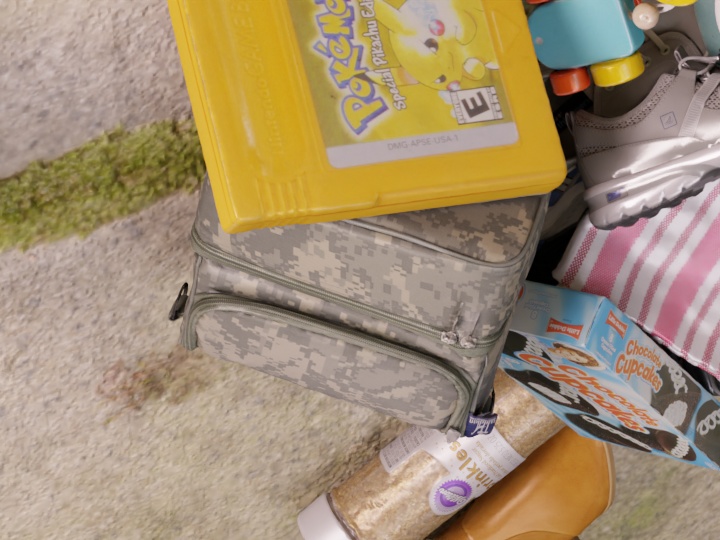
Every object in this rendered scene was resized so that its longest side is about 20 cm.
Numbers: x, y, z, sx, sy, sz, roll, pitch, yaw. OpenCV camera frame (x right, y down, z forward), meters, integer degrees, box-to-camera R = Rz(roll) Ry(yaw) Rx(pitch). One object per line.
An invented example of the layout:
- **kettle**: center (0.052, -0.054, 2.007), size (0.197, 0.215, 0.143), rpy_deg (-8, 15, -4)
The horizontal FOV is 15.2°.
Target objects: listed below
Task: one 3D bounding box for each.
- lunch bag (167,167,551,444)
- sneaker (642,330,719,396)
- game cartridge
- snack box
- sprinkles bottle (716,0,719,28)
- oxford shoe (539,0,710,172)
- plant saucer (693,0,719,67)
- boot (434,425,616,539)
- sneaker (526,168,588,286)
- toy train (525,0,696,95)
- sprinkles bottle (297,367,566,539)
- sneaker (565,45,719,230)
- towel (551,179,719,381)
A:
- **lunch bag**: center (0.000, 0.000, 1.532), size (0.199, 0.140, 0.168), rpy_deg (18, 130, 1)
- **sneaker**: center (0.230, 0.032, 1.762), size (0.115, 0.200, 0.075), rpy_deg (-24, 98, -35)
- **game cartridge**: center (0.001, -0.116, 1.449), size (0.199, 0.177, 0.032), rpy_deg (-8, 165, -27)
- **snack box**: center (0.142, 0.061, 1.665), size (0.200, 0.116, 0.037), rpy_deg (39, 69, -48)
- **sprinkles bottle**: center (0.282, -0.174, 1.494), size (0.200, 0.068, 0.068), rpy_deg (-32, 145, -35)
- **oxford shoe**: center (0.156, -0.131, 1.592), size (0.200, 0.075, 0.058), rpy_deg (-46, 169, 13)
- **plant saucer**: center (0.284, -0.182, 1.587), size (0.199, 0.036, 0.201), rpy_deg (-6, 103, -29)
- **boot**: center (0.095, 0.176, 1.861), size (0.144, 0.071, 0.202), rpy_deg (-25, 148, -23)
- **sneaker**: center (0.105, -0.033, 1.672), size (0.199, 0.077, 0.076), rpy_deg (-19, 145, 11)
- **toy train**: center (0.136, -0.197, 1.514), size (0.056, 0.150, 0.200), rpy_deg (-40, 166, -53)
- **sprinkles bottle**: center (0.053, 0.129, 1.798), size (0.200, 0.068, 0.068), rpy_deg (-40, 139, 7)
- **sneaker**: center (0.208, -0.097, 1.535), size (0.199, 0.082, 0.075), rpy_deg (-25, 174, 9)
- **towel**: center (0.230, -0.009, 1.619), size (0.200, 0.030, 0.147), rpy_deg (30, 94, -21)
